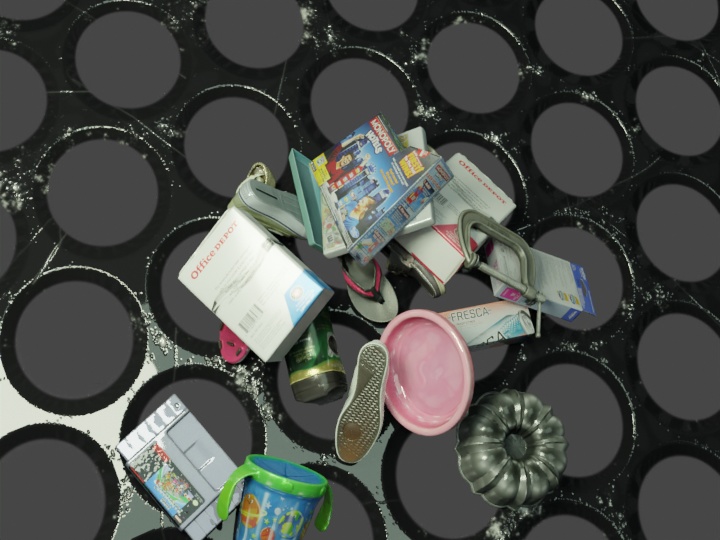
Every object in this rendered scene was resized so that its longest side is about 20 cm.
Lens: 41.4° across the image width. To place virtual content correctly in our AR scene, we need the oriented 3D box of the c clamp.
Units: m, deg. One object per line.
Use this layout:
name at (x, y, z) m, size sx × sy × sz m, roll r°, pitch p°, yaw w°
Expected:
c clamp at (0.233, -0.009, 1.559) m, size 0.198 × 0.027 × 0.173 m, roll 31°, pitch 49°, yaw -21°

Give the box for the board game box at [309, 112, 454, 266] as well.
board game box at (0.039, -0.145, 1.521) m, size 0.198 × 0.062 × 0.202 m, roll -32°, pitch 54°, yaw 10°

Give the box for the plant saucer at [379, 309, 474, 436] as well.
plant saucer at (0.111, 0.163, 1.548) m, size 0.050 × 0.199 × 0.204 m, roll -7°, pitch 70°, yaw -46°

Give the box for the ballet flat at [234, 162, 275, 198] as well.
ballet flat at (-0.201, -0.095, 1.615) m, size 0.066 × 0.076 × 0.203 m, roll 13°, pitch 69°, yaw 18°

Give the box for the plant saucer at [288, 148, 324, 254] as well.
plant saucer at (-0.084, -0.115, 1.633) m, size 0.019 × 0.070 × 0.203 m, roll -30°, pitch 56°, yaw 23°

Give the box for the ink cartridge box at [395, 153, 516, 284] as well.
ink cartridge box at (0.157, -0.093, 1.641) m, size 0.145 × 0.085 × 0.200 m, roll 43°, pitch 45°, yaw 7°

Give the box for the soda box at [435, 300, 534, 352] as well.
soda box at (0.193, 0.101, 1.635) m, size 0.196 × 0.064 × 0.070 m, roll -10°, pitch 74°, yaw -13°

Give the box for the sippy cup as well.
sippy cup at (-0.129, 0.366, 1.451) m, size 0.174 × 0.140 × 0.133 m, roll 17°, pitch 90°, yaw -2°

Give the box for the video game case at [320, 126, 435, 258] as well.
video game case at (0.024, -0.129, 1.573) m, size 0.196 × 0.023 × 0.185 m, roll -17°, pitch 58°, yaw 22°

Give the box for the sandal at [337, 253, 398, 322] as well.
sandal at (0.000, 0.000, 1.627) m, size 0.074 × 0.045 × 0.203 m, roll -27°, pitch 86°, yaw -4°

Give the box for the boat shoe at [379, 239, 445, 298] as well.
boat shoe at (0.068, -0.024, 1.651) m, size 0.064 × 0.072 × 0.201 m, roll -37°, pitch 79°, yaw -13°

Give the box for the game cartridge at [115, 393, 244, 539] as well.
game cartridge at (-0.276, 0.312, 1.494) m, size 0.129 × 0.038 × 0.200 m, roll -40°, pitch 83°, yaw -24°

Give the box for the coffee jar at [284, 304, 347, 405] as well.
coffee jar at (-0.084, 0.118, 1.553) m, size 0.084 × 0.104 × 0.204 m, roll -19°, pitch 74°, yaw 13°

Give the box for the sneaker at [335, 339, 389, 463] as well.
sneaker at (0.012, 0.213, 1.560) m, size 0.071 × 0.085 × 0.204 m, roll 17°, pitch 96°, yaw 6°

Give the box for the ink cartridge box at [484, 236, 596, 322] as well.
ink cartridge box at (0.313, 0.018, 1.658) m, size 0.196 × 0.042 × 0.121 m, roll 16°, pitch 43°, yaw -20°

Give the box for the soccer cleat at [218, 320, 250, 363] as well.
soccer cleat at (-0.178, 0.055, 1.578) m, size 0.069 × 0.086 × 0.205 m, roll 11°, pitch 90°, yaw 28°

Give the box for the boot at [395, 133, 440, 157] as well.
boot at (0.036, -0.165, 1.650) m, size 0.198 × 0.073 × 0.152 m, roll 22°, pitch 69°, yaw 38°

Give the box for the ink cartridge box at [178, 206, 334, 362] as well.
ink cartridge box at (-0.162, 0.021, 1.485) m, size 0.199 × 0.084 × 0.145 m, roll 42°, pitch 95°, yaw 12°

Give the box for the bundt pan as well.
bundt pan at (0.259, 0.290, 1.581) m, size 0.197 × 0.076 × 0.206 m, roll 3°, pitch 71°, yaw -10°

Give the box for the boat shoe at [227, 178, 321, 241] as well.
boat shoe at (-0.140, -0.094, 1.603) m, size 0.199 × 0.062 × 0.073 m, roll 28°, pitch 38°, yaw -44°
